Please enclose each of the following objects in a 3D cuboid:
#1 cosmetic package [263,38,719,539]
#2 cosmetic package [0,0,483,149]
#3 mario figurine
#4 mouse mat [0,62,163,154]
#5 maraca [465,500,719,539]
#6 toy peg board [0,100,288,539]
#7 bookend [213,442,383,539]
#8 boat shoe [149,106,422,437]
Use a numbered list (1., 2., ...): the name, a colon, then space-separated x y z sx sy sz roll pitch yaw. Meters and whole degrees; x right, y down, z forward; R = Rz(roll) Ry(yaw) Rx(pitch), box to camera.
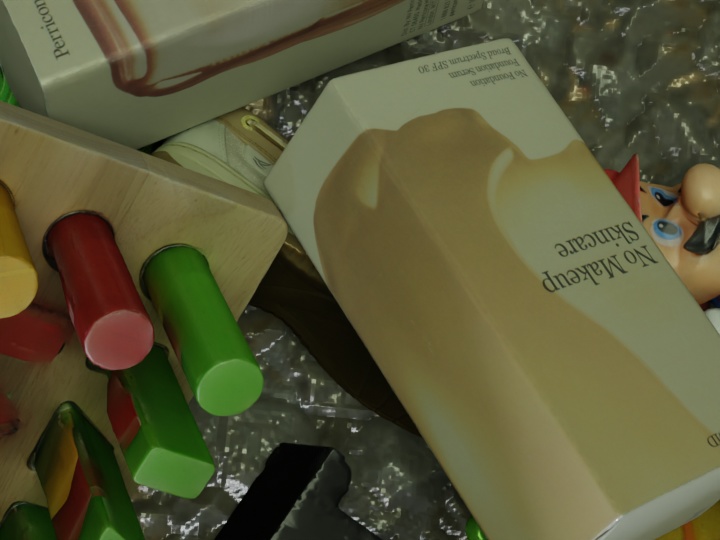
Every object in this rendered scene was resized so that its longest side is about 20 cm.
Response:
1. cosmetic package: 0.061 0.014 0.739 0.105 0.071 0.200 -19 67 -39
2. cosmetic package: -0.054 -0.129 0.776 0.200 0.087 0.103 -25 72 -14
3. mario figurine: 0.177 -0.009 0.808 0.200 0.123 0.106 10 99 -11
4. mouse mat: -0.166 -0.046 0.794 0.161 0.008 0.200 15 74 -13
5. maraca: 0.115 0.136 0.791 0.137 0.107 0.200 -39 104 -38
6. toy peg board: -0.144 0.050 0.702 0.199 0.098 0.200 20 112 -32
7. bookend: -0.001 0.208 0.788 0.199 0.092 0.200 36 78 -11
8. boat shoe: 0.000 0.000 0.806 0.200 0.074 0.066 39 53 -7
